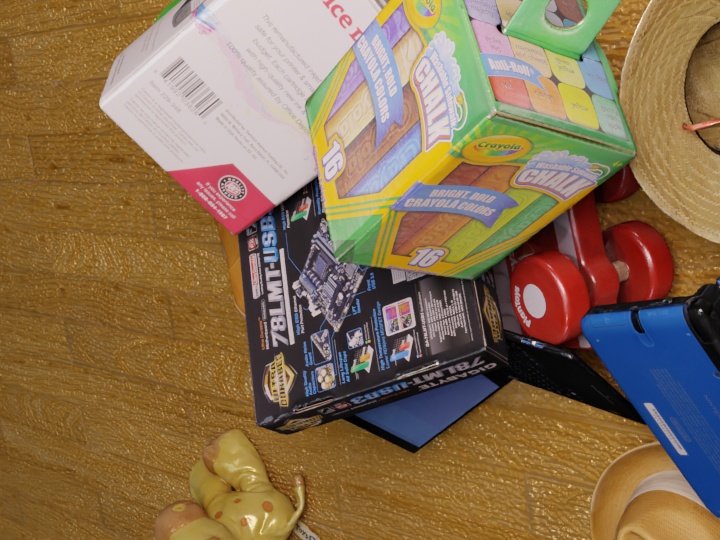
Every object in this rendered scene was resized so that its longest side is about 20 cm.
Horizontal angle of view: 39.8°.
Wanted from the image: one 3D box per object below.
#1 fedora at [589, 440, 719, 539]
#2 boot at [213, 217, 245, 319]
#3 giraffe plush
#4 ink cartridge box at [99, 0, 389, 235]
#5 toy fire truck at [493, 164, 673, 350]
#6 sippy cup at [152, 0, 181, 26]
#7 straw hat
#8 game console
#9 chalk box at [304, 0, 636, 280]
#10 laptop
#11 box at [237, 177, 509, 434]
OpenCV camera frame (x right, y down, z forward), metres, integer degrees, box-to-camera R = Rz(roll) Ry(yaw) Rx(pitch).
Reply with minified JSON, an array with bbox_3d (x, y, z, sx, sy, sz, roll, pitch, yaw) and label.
[{"bbox_3d":[0.249,0.238,0.768,0.198,0.081,0.205,16,114,38],"label":"fedora"},{"bbox_3d":[-0.101,-0.041,0.967,0.202,0.070,0.146,51,148,45],"label":"boot"},{"bbox_3d":[-0.161,0.299,1.112,0.198,0.161,0.176,19,117,37],"label":"giraffe plush"},{"bbox_3d":[-0.065,-0.143,0.715,0.198,0.086,0.148,-33,120,19],"label":"ink cartridge box"},{"bbox_3d":[0.135,-0.032,0.772,0.167,0.111,0.204,-6,101,62],"label":"toy fire truck"},{"bbox_3d":[-0.109,-0.175,0.903,0.129,0.138,0.181,27,117,41],"label":"sippy cup"},{"bbox_3d":[0.239,-0.120,0.641,0.085,0.197,0.205,-115,24,-68],"label":"straw hat"},{"bbox_3d":[0.276,0.065,0.657,0.201,0.118,0.170,52,154,-14],"label":"game console"},{"bbox_3d":[0.073,-0.099,0.593,0.200,0.123,0.126,-41,52,44],"label":"chalk box"},{"bbox_3d":[0.096,0.109,0.785,0.198,0.177,0.105,17,79,38],"label":"laptop"},{"bbox_3d":[0.000,0.000,0.750,0.196,0.049,0.204,-22,62,26],"label":"box"}]
